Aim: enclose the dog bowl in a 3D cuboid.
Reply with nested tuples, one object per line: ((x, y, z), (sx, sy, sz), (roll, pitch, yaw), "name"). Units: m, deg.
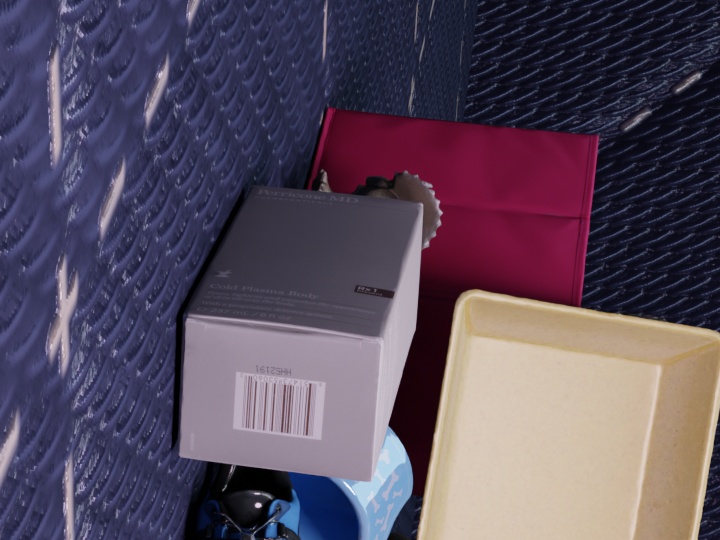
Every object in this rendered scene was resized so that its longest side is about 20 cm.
((-0.031, 0.159, 1.390), (0.050, 0.111, 0.201), (-58, 158, -46), "dog bowl")

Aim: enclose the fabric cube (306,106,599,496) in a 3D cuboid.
((0.056, 0.027, 1.650), (0.201, 0.197, 0.197), (-77, 173, -49), "fabric cube")

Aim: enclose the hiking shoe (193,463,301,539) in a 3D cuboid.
((-0.067, 0.162, 1.239), (0.200, 0.074, 0.087), (-96, -178, -67), "hiking shoe")

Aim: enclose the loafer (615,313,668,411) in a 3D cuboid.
((0.182, 0.083, 1.644), (0.200, 0.069, 0.070), (-48, 140, -65), "loafer")

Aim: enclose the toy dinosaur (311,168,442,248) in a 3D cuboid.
((0.000, 0.000, 1.473), (0.077, 0.102, 0.201), (-46, -152, 51), "toy dinosaur")

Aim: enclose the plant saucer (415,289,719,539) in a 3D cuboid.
((0.125, 0.123, 1.501), (0.048, 0.198, 0.202), (-170, -91, -67), "plant saucer")

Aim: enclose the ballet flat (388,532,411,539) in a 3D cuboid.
((0.034, 0.230, 1.484), (0.064, 0.067, 0.201), (-41, -160, 32), "ballet flat")

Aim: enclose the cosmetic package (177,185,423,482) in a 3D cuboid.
((-0.028, 0.028, 1.243), (0.200, 0.106, 0.091), (-76, 171, -65), "cosmetic package")
